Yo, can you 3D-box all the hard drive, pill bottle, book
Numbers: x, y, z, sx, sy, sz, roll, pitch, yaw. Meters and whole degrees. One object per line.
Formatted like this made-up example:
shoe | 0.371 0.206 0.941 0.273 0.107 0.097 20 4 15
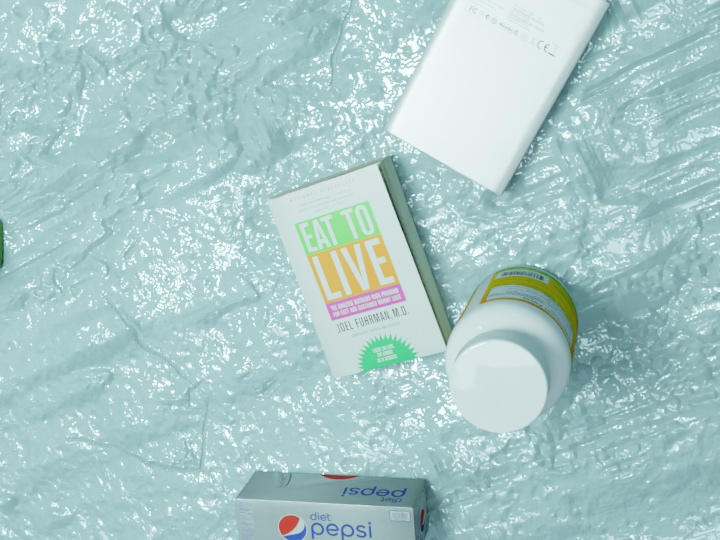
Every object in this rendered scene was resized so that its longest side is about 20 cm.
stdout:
hard drive | 0.125 -0.190 0.939 0.132 0.026 0.200 30 110 6
pill bottle | 0.138 0.071 0.911 0.111 0.200 0.112 4 105 14
book | 0.000 0.000 1.017 0.133 0.048 0.201 -17 101 22

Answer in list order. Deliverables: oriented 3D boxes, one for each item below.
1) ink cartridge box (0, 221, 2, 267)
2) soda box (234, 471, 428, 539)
ink cartridge box | -0.516 -0.033 1.112 0.199 0.104 0.060 9 106 13
soda box | -0.030 0.263 1.077 0.199 0.068 0.064 -1 105 16
